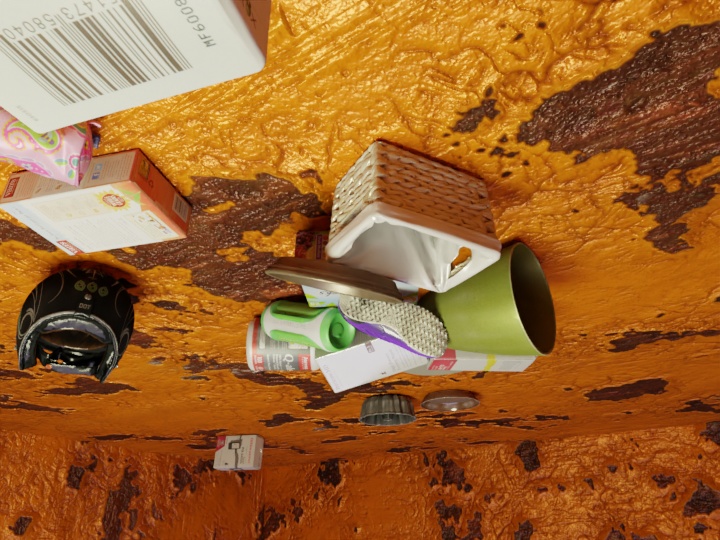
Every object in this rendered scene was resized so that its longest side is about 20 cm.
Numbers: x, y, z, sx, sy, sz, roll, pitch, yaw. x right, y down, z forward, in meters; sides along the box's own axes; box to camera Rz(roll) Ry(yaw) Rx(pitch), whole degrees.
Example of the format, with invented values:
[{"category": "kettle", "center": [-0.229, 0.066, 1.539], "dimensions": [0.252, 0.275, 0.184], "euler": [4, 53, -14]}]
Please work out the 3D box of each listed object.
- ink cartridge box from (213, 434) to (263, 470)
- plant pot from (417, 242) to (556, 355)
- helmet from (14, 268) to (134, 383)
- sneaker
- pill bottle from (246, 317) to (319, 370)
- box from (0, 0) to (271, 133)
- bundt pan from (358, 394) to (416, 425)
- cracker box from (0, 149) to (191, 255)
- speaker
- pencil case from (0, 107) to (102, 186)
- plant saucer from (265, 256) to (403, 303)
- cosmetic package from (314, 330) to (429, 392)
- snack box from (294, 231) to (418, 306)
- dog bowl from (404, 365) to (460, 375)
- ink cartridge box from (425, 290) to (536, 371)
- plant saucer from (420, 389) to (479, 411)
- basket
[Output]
[{"category": "ink cartridge box", "center": [-0.560, 0.840, 2.379], "dimensions": [0.200, 0.145, 0.083], "euler": [-7, 149, 13]}, {"category": "plant pot", "center": [0.206, 0.069, 0.895], "dimensions": [0.200, 0.187, 0.187], "euler": [-18, 148, 35]}, {"category": "helmet", "center": [-0.501, 0.093, 0.917], "dimensions": [0.200, 0.191, 0.200], "euler": [-9, 118, -16]}, {"category": "sneaker", "center": [0.051, 0.090, 0.881], "dimensions": [0.200, 0.070, 0.100], "euler": [28, 159, -3]}, {"category": "pill bottle", "center": [-0.141, 0.161, 1.130], "dimensions": [0.200, 0.116, 0.116], "euler": [0, 152, -1]}, {"category": "box", "center": [-0.183, -0.232, 0.324], "dimensions": [0.199, 0.172, 0.200], "euler": [-9, 150, 16]}, {"category": "bundt pan", "center": [0.093, 0.478, 1.776], "dimensions": [0.202, 0.076, 0.202], "euler": [-1, 153, 0]}, {"category": "cracker box", "center": [-0.360, -0.089, 0.715], "dimensions": [0.200, 0.058, 0.134], "euler": [-8, 151, 11]}, {"category": "speaker", "center": [-0.105, 0.104, 0.996], "dimensions": [0.200, 0.089, 0.088], "euler": [3, 162, 44]}, {"category": "pencil case", "center": [-0.397, -0.159, 0.559], "dimensions": [0.200, 0.088, 0.087], "euler": [14, 149, -27]}, {"category": "plant saucer", "center": [-0.034, 0.014, 0.733], "dimensions": [0.200, 0.030, 0.200], "euler": [13, 174, 1]}, {"category": "cosmetic package", "center": [0.020, 0.156, 1.005], "dimensions": [0.200, 0.074, 0.102], "euler": [-22, 120, 9]}, {"category": "snack box", "center": [0.000, 0.000, 0.878], "dimensions": [0.200, 0.068, 0.169], "euler": [0, 153, 3]}, {"category": "dog bowl", "center": [0.176, 0.182, 1.214], "dimensions": [0.200, 0.079, 0.200], "euler": [0, 152, 0]}, {"category": "ink cartridge box", "center": [0.232, 0.121, 1.027], "dimensions": [0.200, 0.145, 0.083], "euler": [2, 152, -2]}, {"category": "plant saucer", "center": [0.304, 0.443, 1.760], "dimensions": [0.200, 0.035, 0.200], "euler": [-1, 153, 0]}, {"category": "basket", "center": [0.068, -0.067, 0.693], "dimensions": [0.200, 0.124, 0.136], "euler": [15, 149, -26]}]
